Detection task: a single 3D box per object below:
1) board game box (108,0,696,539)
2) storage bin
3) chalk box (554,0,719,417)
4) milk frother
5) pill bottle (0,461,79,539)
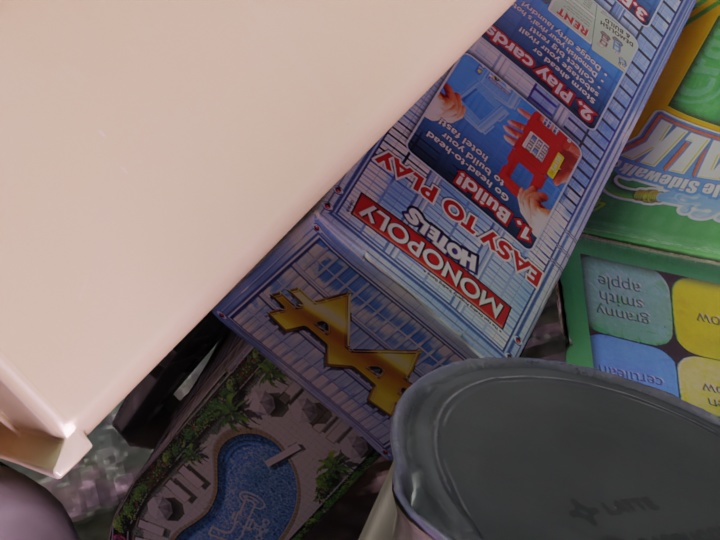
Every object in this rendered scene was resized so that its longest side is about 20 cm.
[{"bbox_3d":[0.000,0.000,0.693,0.062,0.200,0.200,39,25,-6],"label":"board game box"},{"bbox_3d":[-0.054,-0.058,0.644,0.200,0.094,0.198,-46,14,-13],"label":"storage bin"},{"bbox_3d":[0.133,0.008,0.741,0.124,0.124,0.200,11,46,23],"label":"chalk box"},{"bbox_3d":[0.025,0.104,0.609,0.180,0.189,0.200,-1,34,-43],"label":"milk frother"},{"bbox_3d":[-0.182,0.075,0.743,0.200,0.113,0.113,23,52,32],"label":"pill bottle"}]
